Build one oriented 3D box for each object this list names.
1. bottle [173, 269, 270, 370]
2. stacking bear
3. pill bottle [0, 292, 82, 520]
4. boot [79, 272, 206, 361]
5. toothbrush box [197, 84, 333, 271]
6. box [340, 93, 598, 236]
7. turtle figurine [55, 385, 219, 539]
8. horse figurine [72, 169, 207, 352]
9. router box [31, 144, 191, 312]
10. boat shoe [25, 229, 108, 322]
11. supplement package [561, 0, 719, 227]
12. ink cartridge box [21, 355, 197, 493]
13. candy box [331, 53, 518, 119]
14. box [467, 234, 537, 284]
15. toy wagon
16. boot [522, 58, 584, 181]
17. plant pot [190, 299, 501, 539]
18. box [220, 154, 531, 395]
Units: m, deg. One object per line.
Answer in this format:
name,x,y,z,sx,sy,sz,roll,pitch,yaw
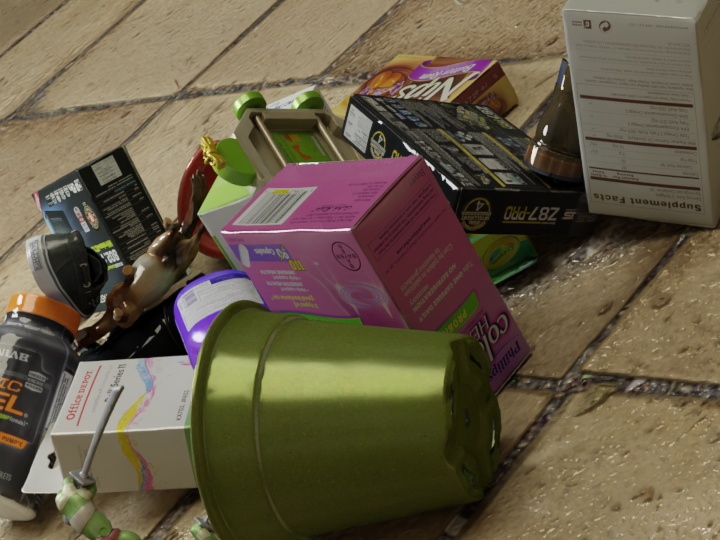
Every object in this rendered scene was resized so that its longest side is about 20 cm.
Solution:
bottle,-0.108,0.059,1.556,0.083,0.066,0.200,-21,21,-7
stacking bear,-0.143,-0.090,1.997,0.114,0.121,0.200,-54,11,11
pill bottle,-0.325,0.124,1.717,0.106,0.106,0.202,-6,62,44
boot,-0.193,0.076,1.782,0.162,0.074,0.198,-35,17,-12
toothbrush box,-0.065,-0.065,1.805,0.085,0.146,0.201,-19,28,27
box,0.097,-0.095,1.624,0.160,0.050,0.200,-1,28,-32
turtle figurine,-0.187,0.206,1.452,0.193,0.202,0.143,-22,-9,30
horse figurine,-0.204,-0.002,1.783,0.201,0.050,0.133,-52,-1,-20
router box,-0.266,-0.040,1.930,0.062,0.151,0.200,-31,7,-23
boat shoe,-0.276,0.006,1.784,0.056,0.069,0.200,-17,-12,0
supplement package,0.248,-0.154,1.508,0.116,0.201,0.117,8,42,26
ink cartridge box,-0.198,0.134,1.608,0.198,0.068,0.117,-5,30,9
candy box,0.066,-0.176,1.969,0.116,0.057,0.199,-40,24,-18
box,0.092,-0.031,1.679,0.117,0.049,0.200,-29,26,7
toy wagon,-0.066,-0.101,1.690,0.198,0.040,0.156,-4,48,-37
boot,0.207,-0.141,1.623,0.074,0.098,0.200,21,18,16
plant pot,0.001,0.116,1.377,0.188,0.201,0.201,-5,33,22
box,0.012,0.017,1.495,0.175,0.201,0.097,1,40,50
